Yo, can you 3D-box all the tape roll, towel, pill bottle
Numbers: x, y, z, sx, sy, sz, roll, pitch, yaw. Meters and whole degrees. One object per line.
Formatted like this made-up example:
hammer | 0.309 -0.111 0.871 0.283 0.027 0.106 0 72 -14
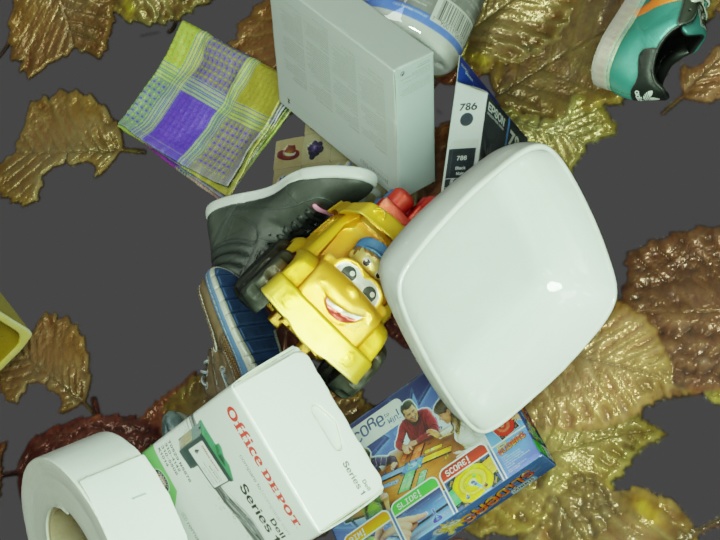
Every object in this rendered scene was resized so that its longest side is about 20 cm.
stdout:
tape roll | -0.226 0.249 1.536 0.070 0.204 0.202 -20 45 -32
towel | -0.160 -0.170 1.793 0.199 0.023 0.144 34 89 37
pill bottle | 0.078 -0.302 1.655 0.113 0.114 0.202 17 77 35

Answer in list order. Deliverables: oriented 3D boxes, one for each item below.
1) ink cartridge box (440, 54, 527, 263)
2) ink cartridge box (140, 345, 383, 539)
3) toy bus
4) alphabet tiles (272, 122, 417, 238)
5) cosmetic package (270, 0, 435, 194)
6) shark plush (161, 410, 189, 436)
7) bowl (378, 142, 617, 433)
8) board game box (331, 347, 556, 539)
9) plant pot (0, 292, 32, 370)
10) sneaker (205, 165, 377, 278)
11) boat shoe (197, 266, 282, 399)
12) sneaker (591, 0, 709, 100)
ink cartridge box | 0.111 -0.085 1.546 0.039 0.099 0.202 -4 68 28
ink cartridge box | -0.091 0.174 1.470 0.147 0.084 0.200 57 140 5
toy bus | 0.000 0.000 1.513 0.192 0.200 0.136 -44 96 -3
alphabet tiles | -0.017 -0.079 1.677 0.165 0.006 0.202 -9 65 28
cosmetic package | -0.008 -0.181 1.621 0.051 0.152 0.200 -27 48 -26
shark plush | -0.157 0.234 1.569 0.090 0.083 0.202 -6 65 28
bowl | 0.108 0.007 1.437 0.200 0.201 0.074 -41 34 -18
board game box | 0.056 0.167 1.502 0.199 0.034 0.136 -35 55 12
plant pot | -0.501 0.036 1.806 0.195 0.194 0.200 -44 45 6
sneaker | -0.065 -0.034 1.641 0.199 0.071 0.100 -16 63 32
boat shoe | -0.111 0.095 1.590 0.072 0.072 0.201 -32 72 25
sneaker | 0.286 -0.241 1.536 0.079 0.071 0.201 26 88 32
